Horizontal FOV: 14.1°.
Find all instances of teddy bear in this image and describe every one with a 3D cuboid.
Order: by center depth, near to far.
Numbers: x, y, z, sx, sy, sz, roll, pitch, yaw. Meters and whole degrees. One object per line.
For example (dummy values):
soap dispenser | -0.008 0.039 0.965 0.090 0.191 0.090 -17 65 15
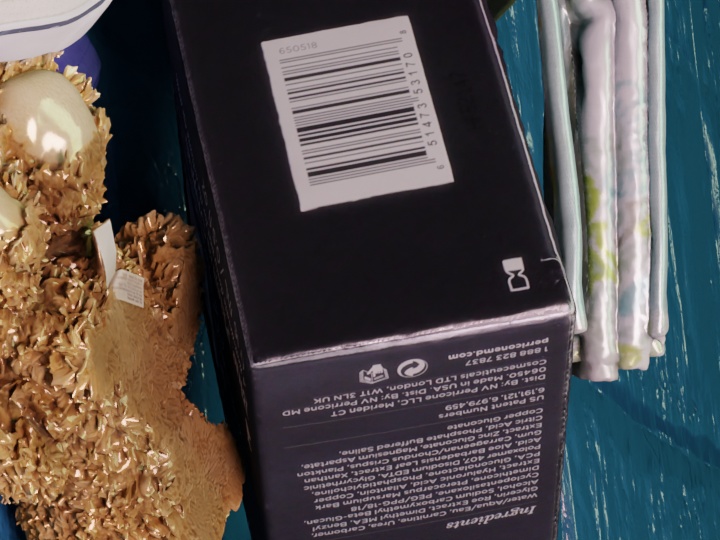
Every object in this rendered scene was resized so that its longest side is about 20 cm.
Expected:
teddy bear | -0.104 0.023 0.984 0.200 0.066 0.146 58 38 -48

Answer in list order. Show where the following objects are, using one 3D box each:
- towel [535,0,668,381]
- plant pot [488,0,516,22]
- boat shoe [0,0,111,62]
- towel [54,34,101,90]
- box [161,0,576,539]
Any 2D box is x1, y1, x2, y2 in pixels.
towel | 0.087 -0.058 1.098 0.171 0.048 0.201 58 31 -86
plant pot | -0.009 -0.149 1.194 0.201 0.199 0.135 57 42 -51
boat shoe | -0.118 -0.118 0.908 0.075 0.086 0.202 50 29 11
towel | -0.142 -0.118 1.018 0.145 0.024 0.201 -74 149 -55
box | 0.000 0.000 1.092 0.200 0.117 0.197 87 -9 -55
